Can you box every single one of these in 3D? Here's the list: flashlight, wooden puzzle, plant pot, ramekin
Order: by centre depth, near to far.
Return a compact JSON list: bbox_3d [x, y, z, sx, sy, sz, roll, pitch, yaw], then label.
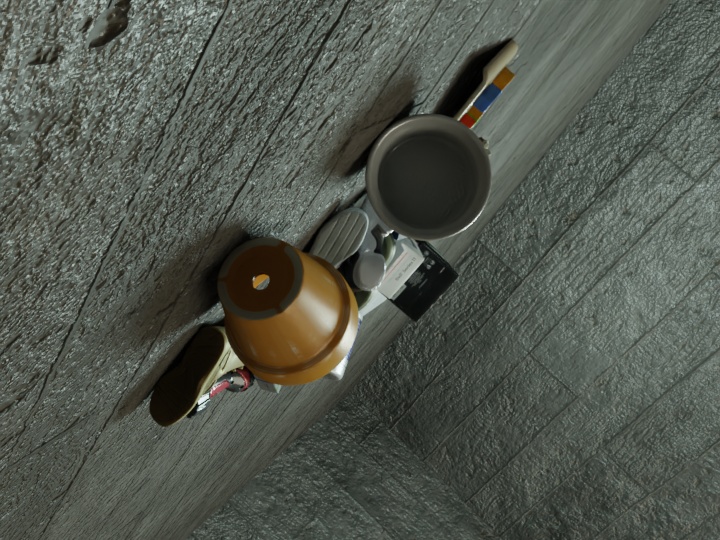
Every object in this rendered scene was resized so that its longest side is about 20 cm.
[{"bbox_3d":[-0.118,0.045,1.304,0.200,0.200,0.183,-46,155,-9],"label":"plant pot"},{"bbox_3d":[0.108,-0.147,1.458,0.201,0.200,0.098,-47,179,1],"label":"ramekin"},{"bbox_3d":[0.218,-0.308,1.649,0.200,0.046,0.185,-56,176,40],"label":"wooden puzzle"},{"bbox_3d":[-0.266,0.218,1.670,0.068,0.068,0.200,-57,169,25],"label":"flashlight"}]

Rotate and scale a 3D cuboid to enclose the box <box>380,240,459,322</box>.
[{"bbox_3d":[0.112,-0.001,2.056,0.149,0.124,0.200,-47,-161,7],"label":"box"}]

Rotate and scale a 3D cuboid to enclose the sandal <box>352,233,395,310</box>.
[{"bbox_3d":[0.000,-0.001,1.726,0.057,0.080,0.201,-13,142,-42],"label":"sandal"}]

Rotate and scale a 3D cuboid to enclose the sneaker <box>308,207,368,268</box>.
[{"bbox_3d":[-0.056,-0.039,1.592,0.200,0.073,0.071,-49,-167,22],"label":"sneaker"}]

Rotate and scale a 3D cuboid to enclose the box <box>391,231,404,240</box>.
[{"bbox_3d":[0.105,-0.138,1.789,0.200,0.038,0.137,-19,126,-70],"label":"box"}]

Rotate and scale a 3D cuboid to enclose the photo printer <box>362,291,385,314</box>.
[{"bbox_3d":[0.035,0.040,2.276,0.166,0.069,0.200,-53,169,31],"label":"photo printer"}]

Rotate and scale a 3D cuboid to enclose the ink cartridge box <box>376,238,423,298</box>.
[{"bbox_3d":[0.066,-0.021,1.906,0.117,0.067,0.200,-49,-161,14],"label":"ink cartridge box"}]

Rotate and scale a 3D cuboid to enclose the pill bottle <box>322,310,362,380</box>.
[{"bbox_3d":[-0.063,0.113,1.846,0.120,0.119,0.200,98,11,-74],"label":"pill bottle"}]

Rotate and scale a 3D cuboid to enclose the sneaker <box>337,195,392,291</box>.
[{"bbox_3d":[0.001,-0.054,1.638,0.114,0.075,0.200,-17,-122,56],"label":"sneaker"}]

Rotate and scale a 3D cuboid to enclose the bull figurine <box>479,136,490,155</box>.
[{"bbox_3d":[0.198,-0.209,1.918,0.200,0.065,0.121,-54,-146,-7],"label":"bull figurine"}]

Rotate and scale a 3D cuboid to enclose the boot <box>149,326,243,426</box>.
[{"bbox_3d":[-0.253,0.167,1.495,0.200,0.073,0.155,-55,166,15],"label":"boot"}]

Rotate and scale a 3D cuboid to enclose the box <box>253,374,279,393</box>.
[{"bbox_3d":[-0.155,0.140,1.693,0.200,0.041,0.156,101,5,-74],"label":"box"}]
